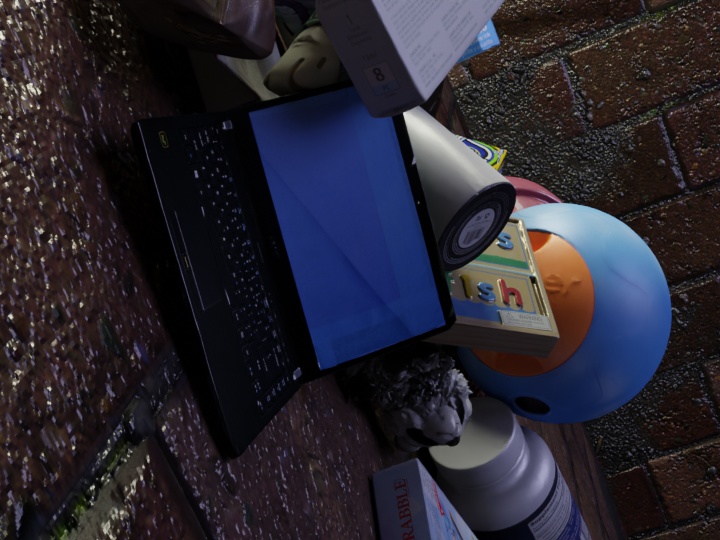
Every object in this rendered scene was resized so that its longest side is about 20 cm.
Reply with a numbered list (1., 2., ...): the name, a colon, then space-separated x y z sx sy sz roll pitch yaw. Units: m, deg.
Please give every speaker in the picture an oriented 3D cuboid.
1. speaker: 0.019 -0.092 0.756 0.200 0.081 0.081 45 1 27

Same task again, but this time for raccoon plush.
1. raccoon plush: 0.035 0.051 0.829 0.134 0.096 0.201 65 11 -55

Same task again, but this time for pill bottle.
1. pill bottle: 0.135 0.212 0.937 0.111 0.111 0.200 -93 158 -53

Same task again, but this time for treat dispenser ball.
1. treat dispenser ball: 0.182 0.039 0.934 0.201 0.200 0.202 -20 90 -77

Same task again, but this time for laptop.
1. laptop: -0.025 -0.017 0.584 0.200 0.103 0.178 -41 116 -74

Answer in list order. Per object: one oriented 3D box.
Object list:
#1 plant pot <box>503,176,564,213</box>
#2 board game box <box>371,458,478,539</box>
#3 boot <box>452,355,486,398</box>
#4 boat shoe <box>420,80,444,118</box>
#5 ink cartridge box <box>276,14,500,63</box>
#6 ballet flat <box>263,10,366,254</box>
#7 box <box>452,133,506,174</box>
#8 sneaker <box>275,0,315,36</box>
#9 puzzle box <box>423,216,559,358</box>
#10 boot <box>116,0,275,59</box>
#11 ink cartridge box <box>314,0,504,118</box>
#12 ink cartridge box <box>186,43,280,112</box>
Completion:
1. plant pot: 0.176 0.013 1.129 0.200 0.199 0.179 64 -1 -23
2. board game box: 0.074 0.272 0.740 0.200 0.041 0.200 -98 162 -44
3. boot: 0.099 0.123 1.023 0.200 0.072 0.144 54 19 -26
4. boat shoe: 0.026 -0.165 0.827 0.072 0.076 0.201 -38 150 -50
5. ink cartridge box: 0.004 -0.267 0.936 0.147 0.144 0.201 5 -60 66
6. ballet flat: -0.036 -0.095 0.662 0.074 0.074 0.201 22 75 -73
7. box: 0.089 -0.055 1.020 0.200 0.064 0.070 -60 163 -49
8. sneaker: -0.040 -0.233 0.750 0.200 0.087 0.075 -3 73 -79
9. puzzle box: 0.041 -0.005 0.754 0.133 0.199 0.025 -99 -156 -45
10. boot: -0.051 -0.190 0.606 0.186 0.064 0.201 17 52 -28
11. ink cartridge box: 0.010 -0.220 0.629 0.200 0.047 0.160 59 42 -22
12. ink cartridge box: -0.111 -0.198 0.690 0.176 0.045 0.201 21 49 -74
